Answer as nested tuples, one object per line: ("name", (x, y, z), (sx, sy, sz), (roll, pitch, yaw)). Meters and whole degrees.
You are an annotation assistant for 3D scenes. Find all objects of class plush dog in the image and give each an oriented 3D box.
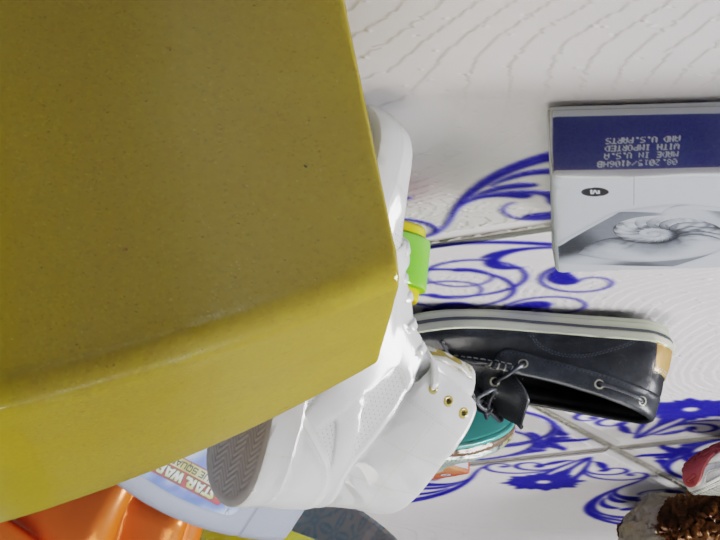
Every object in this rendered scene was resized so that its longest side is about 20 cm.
("plush dog", (0.273, 0.228, 2.015), (0.172, 0.161, 0.200), (28, 158, -9))

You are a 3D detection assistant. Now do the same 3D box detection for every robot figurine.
("robot figurine", (-0.187, 0.111, 1.572), (0.200, 0.144, 0.117), (28, 167, 10))

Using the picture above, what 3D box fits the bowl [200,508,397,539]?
("bowl", (-0.081, 0.194, 1.771), (0.200, 0.108, 0.200), (24, -175, -2))

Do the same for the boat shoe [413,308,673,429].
("boat shoe", (0.084, 0.060, 1.559), (0.200, 0.062, 0.075), (3, 166, 0))

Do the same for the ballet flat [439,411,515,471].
("ballet flat", (-0.002, 0.101, 1.590), (0.200, 0.069, 0.071), (-2, 140, -34))

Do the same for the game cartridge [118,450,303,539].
("game cartridge", (-0.079, 0.069, 1.427), (0.042, 0.133, 0.200), (28, 176, 46))

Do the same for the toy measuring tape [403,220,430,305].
("toy measuring tape", (0.000, 0.000, 1.364), (0.073, 0.074, 0.200), (0, 172, -1))

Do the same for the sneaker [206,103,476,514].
("sneaker", (0.008, 0.022, 1.253), (0.115, 0.200, 0.074), (10, -163, -33))

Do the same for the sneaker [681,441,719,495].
("sneaker", (0.314, 0.155, 1.836), (0.200, 0.082, 0.078), (8, 161, -23))

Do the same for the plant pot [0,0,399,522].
("plant pot", (-0.085, -0.027, 1.082), (0.176, 0.200, 0.200), (-10, 164, -7))

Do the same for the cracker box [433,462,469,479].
("cracker box", (-0.042, 0.098, 1.693), (0.134, 0.058, 0.200), (-14, 158, 39))

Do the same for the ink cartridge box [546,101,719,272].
("ink cartridge box", (0.191, -0.031, 1.292), (0.199, 0.041, 0.200), (-2, 163, 6))
